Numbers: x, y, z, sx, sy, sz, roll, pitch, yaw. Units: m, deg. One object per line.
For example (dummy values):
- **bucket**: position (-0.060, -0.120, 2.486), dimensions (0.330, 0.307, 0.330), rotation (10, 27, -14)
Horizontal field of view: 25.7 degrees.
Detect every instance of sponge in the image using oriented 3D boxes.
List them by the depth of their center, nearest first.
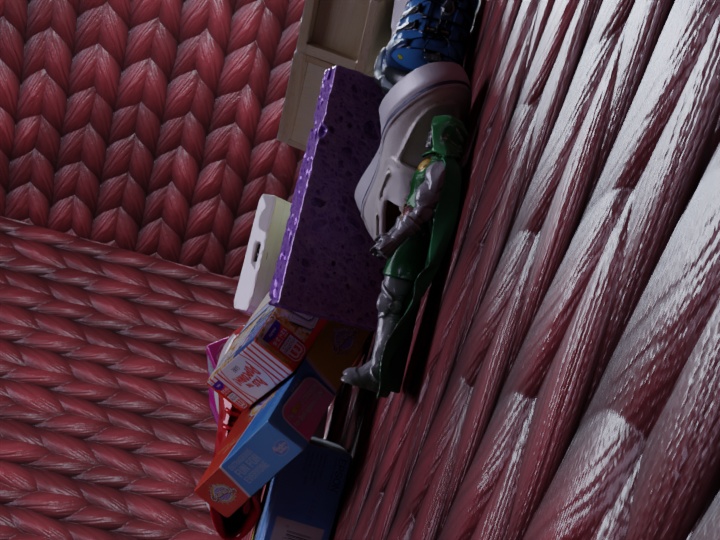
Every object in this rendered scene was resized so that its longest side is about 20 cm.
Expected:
- **sponge**: position (0.000, -0.056, 1.298), dimensions (0.030, 0.110, 0.203), rotation (1, 76, 66)

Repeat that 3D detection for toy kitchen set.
- **toy kitchen set**: position (-0.033, -0.247, 1.660), dimensions (0.200, 0.161, 0.182), rotation (-40, -32, -60)

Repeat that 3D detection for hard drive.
- **hard drive**: position (-0.069, 0.001, 1.836), dimensions (0.199, 0.026, 0.134), rotation (24, -102, -57)

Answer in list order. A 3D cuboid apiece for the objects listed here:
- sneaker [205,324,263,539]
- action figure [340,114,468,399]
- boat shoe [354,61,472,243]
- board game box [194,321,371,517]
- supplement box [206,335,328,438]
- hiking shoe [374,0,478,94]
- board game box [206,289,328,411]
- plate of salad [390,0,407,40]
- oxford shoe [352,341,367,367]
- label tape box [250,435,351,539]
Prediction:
- **sneaker**: position (-0.103, 0.160, 1.488), dimensions (0.116, 0.077, 0.203), rotation (-123, 36, -74)
- **action figure**: position (0.035, -0.013, 1.121), dimensions (0.118, 0.054, 0.202), rotation (-122, 51, -88)
- **boat shoe**: position (0.044, -0.075, 1.191), dimensions (0.201, 0.070, 0.071), rotation (117, 140, -55)
- **board game box**: position (-0.058, 0.106, 1.394), dimensions (0.153, 0.040, 0.201), rotation (-45, 10, 46)
- **supplement box**: position (-0.099, 0.137, 1.666), dimensions (0.200, 0.100, 0.104), rotation (103, 144, -68)
- **hiking shoe**: position (0.056, -0.198, 1.280), dimensions (0.201, 0.073, 0.088), rotation (-83, 8, -59)
- **board game box**: position (-0.048, 0.018, 1.403), dimensions (0.201, 0.046, 0.151), rotation (-56, 8, -26)
- **plate of salad**: position (0.051, -0.198, 1.533), dimensions (0.200, 0.047, 0.203), rotation (6, -90, -86)
- **oxford shoe**: position (0.000, 0.000, 1.552), dimensions (0.073, 0.071, 0.203), rotation (10, -97, -53)
- **label tape box**: position (-0.062, 0.228, 1.490), dimensions (0.200, 0.065, 0.145), rotation (135, 151, -86)
